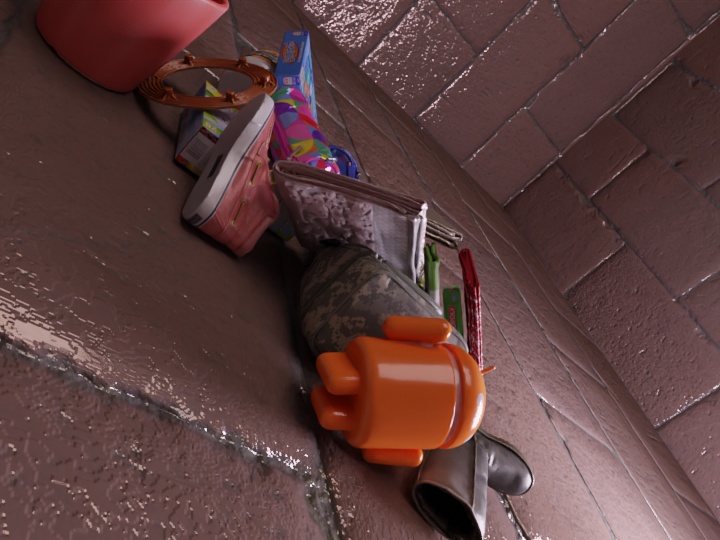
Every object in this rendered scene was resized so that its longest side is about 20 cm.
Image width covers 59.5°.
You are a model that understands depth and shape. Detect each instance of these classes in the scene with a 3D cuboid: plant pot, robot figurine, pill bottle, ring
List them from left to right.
[{"bbox_3d":[-0.299,-0.342,0.797,0.200,0.177,0.201,41,20,-19],"label":"plant pot"},{"bbox_3d":[-0.218,-0.275,0.898,0.197,0.019,0.202,4,35,-3],"label":"ring"},{"bbox_3d":[-0.183,-0.321,1.111,0.116,0.116,0.201,43,19,-15],"label":"pill bottle"},{"bbox_3d":[0.049,0.130,0.675,0.197,0.117,0.146,7,67,-19],"label":"robot figurine"}]

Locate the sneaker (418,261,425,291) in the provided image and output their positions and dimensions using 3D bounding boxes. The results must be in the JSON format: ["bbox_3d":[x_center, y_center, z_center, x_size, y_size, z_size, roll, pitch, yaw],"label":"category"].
[{"bbox_3d":[0.080,-0.003,1.122,0.076,0.074,0.203,29,49,-65],"label":"sneaker"}]

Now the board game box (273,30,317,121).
[{"bbox_3d":[-0.107,-0.279,1.078,0.153,0.044,0.202,-87,176,-46],"label":"board game box"}]

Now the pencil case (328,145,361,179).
[{"bbox_3d":[-0.041,-0.151,1.058,0.086,0.079,0.200,10,-2,0],"label":"pencil case"}]

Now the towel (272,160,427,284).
[{"bbox_3d":[-0.009,-0.055,0.802,0.189,0.033,0.201,19,-22,12],"label":"towel"}]

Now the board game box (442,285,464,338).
[{"bbox_3d":[0.153,0.096,1.020,0.200,0.029,0.137,-2,87,-81],"label":"board game box"}]

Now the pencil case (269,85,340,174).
[{"bbox_3d":[-0.090,-0.179,0.889,0.088,0.088,0.201,30,25,-42],"label":"pencil case"}]

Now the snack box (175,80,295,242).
[{"bbox_3d":[-0.164,-0.158,0.911,0.199,0.068,0.170,36,22,-30],"label":"snack box"}]

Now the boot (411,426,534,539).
[{"bbox_3d":[0.146,0.264,0.777,0.181,0.073,0.200,34,13,-1],"label":"boot"}]

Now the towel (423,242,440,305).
[{"bbox_3d":[0.114,0.070,0.937,0.149,0.030,0.203,-81,168,-76],"label":"towel"}]

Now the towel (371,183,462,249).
[{"bbox_3d":[0.085,-0.092,1.044,0.131,0.035,0.200,23,14,-14],"label":"towel"}]

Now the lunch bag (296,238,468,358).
[{"bbox_3d":[0.016,0.061,0.797,0.200,0.140,0.168,40,3,-25],"label":"lunch bag"}]

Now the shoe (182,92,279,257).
[{"bbox_3d":[-0.138,-0.119,0.783,0.091,0.071,0.202,40,58,-34],"label":"shoe"}]

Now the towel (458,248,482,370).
[{"bbox_3d":[0.166,0.081,0.949,0.145,0.022,0.203,-78,163,-68],"label":"towel"}]
